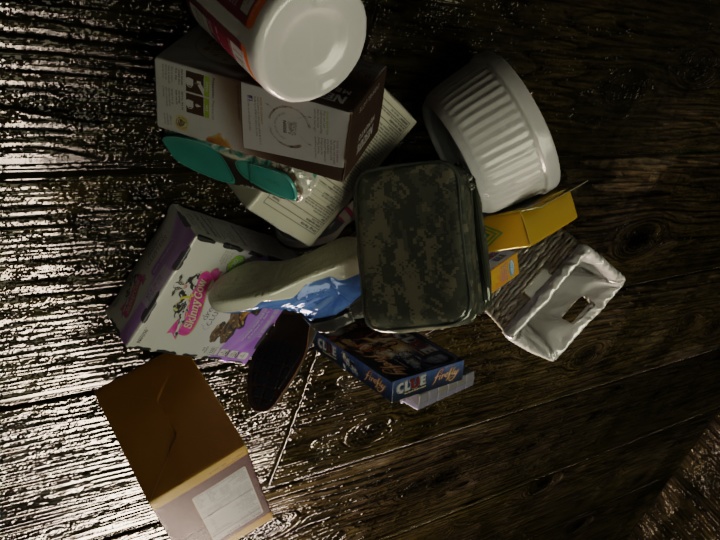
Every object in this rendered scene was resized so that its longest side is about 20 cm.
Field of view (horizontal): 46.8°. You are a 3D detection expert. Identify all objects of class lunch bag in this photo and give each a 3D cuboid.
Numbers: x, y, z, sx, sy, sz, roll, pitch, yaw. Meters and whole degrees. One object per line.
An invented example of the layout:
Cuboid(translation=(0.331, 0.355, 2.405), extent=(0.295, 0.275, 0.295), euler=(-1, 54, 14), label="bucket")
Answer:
Cuboid(translation=(0.082, -0.030, 0.989), extent=(0.138, 0.202, 0.168), euler=(-7, 177, 18), label="lunch bag")

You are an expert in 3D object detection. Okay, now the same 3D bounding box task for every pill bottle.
Cuboid(translation=(-0.091, -0.250, 0.761), extent=(0.114, 0.200, 0.115), euler=(-24, 140, -22), label="pill bottle")

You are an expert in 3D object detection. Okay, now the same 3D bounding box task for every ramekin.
Cuboid(translation=(0.162, -0.171, 1.081), extent=(0.105, 0.201, 0.201), euler=(-28, 142, -1), label="ramekin")

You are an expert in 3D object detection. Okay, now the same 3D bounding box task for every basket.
Cuboid(translation=(0.309, 0.020, 1.422), extent=(0.199, 0.161, 0.200), euler=(-50, 142, 10), label="basket")

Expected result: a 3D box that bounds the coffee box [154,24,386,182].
Cuboid(translation=(-0.087, -0.172, 0.822), extent=(0.115, 0.198, 0.080), euler=(-60, 164, -48), label="coffee box")

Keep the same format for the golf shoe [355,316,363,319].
Cuboid(translation=(0.000, 0.000, 1.198), extent=(0.097, 0.078, 0.201), euler=(-16, 135, -22), label="golf shoe")

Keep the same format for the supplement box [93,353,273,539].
Cuboid(translation=(-0.235, 0.251, 1.123), extent=(0.132, 0.197, 0.201), euler=(-28, 140, -18), label="supplement box")

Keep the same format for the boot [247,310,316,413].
Cuboid(translation=(-0.097, 0.116, 1.164), extent=(0.097, 0.074, 0.201), euler=(70, 35, -60), label="boot")

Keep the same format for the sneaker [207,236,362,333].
Cuboid(translation=(-0.078, 0.038, 1.010), extent=(0.198, 0.077, 0.112), euler=(-19, 128, -11), label="sneaker")

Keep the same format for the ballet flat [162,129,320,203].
Cuboid(translation=(-0.119, -0.123, 0.884), extent=(0.072, 0.199, 0.072), euler=(-40, 141, -42), label="ballet flat")

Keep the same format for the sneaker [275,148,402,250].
Cuboid(translation=(-0.021, -0.110, 1.056), extent=(0.199, 0.084, 0.121), euler=(-30, 147, -28), label="sneaker")

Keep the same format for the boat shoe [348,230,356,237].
Cuboid(translation=(0.003, -0.012, 1.102), extent=(0.199, 0.075, 0.068), euler=(-36, -174, -2), label="boat shoe")

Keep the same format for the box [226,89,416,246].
Cuboid(translation=(-0.056, -0.151, 0.966), extent=(0.200, 0.109, 0.128), euler=(-48, 144, 8), label="box")

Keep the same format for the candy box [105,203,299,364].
Cuboid(translation=(-0.189, 0.025, 1.048), extent=(0.199, 0.072, 0.168), euler=(17, 114, -50), label="candy box")

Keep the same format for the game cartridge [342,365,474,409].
Cuboid(translation=(0.063, 0.148, 1.286), extent=(0.129, 0.199, 0.039), euler=(-10, 114, -41), label="game cartridge")

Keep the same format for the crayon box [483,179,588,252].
Cuboid(translation=(0.204, -0.067, 1.140), extent=(0.125, 0.199, 0.052), euler=(-27, 102, -41), label="crayon box")

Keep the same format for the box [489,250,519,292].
Cuboid(translation=(0.132, 0.009, 1.177), extent=(0.199, 0.119, 0.042), euler=(-33, 124, -36), label="box")

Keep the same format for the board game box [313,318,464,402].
Cuboid(translation=(0.039, 0.125, 1.248), extent=(0.135, 0.200, 0.035), euler=(-12, 115, -35), label="board game box")
